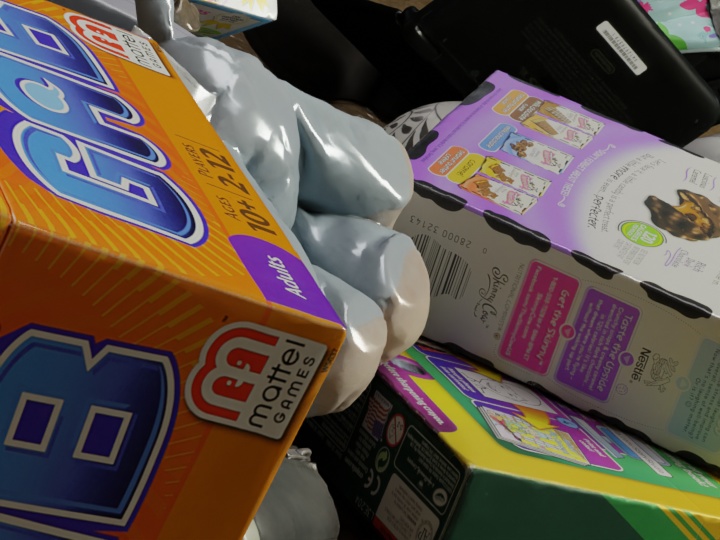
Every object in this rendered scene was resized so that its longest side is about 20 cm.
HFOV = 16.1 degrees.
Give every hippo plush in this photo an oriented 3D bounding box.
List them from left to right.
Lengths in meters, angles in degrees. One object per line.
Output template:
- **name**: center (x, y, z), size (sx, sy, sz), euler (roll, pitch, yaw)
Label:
- **hippo plush**: center (-0.084, -0.005, 1.032), size (0.200, 0.160, 0.160), euler (39, 38, -37)

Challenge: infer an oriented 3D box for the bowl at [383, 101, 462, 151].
- **bowl**: center (0.085, -0.045, 1.485), size (0.200, 0.095, 0.201), euler (25, 18, -9)

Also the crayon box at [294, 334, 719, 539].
- **crayon box**: center (0.066, 0.082, 1.106), size (0.172, 0.059, 0.200), euler (15, 14, -29)

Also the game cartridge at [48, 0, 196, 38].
- **game cartridge**: center (-0.133, -0.061, 1.126), size (0.199, 0.134, 0.042), euler (25, 19, -8)

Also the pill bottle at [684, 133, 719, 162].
- **pill bottle**: center (0.242, -0.034, 1.665), size (0.111, 0.112, 0.200), euler (34, 18, 17)

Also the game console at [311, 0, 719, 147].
- **game console**: center (0.096, -0.136, 1.586), size (0.200, 0.175, 0.117), euler (42, 21, -38)

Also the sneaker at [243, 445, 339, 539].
- **sneaker**: center (-0.102, 0.057, 0.965), size (0.200, 0.075, 0.106), euler (43, 15, 15)

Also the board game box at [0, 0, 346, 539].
- **board game box**: center (-0.158, 0.028, 0.719), size (0.199, 0.201, 0.200), euler (19, 19, -28)

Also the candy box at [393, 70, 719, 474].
- **candy box**: center (0.117, -0.003, 1.163), size (0.199, 0.072, 0.168), euler (25, 27, 12)

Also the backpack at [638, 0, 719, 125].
- **backpack**: center (0.158, -0.156, 1.717), size (0.178, 0.198, 0.152), euler (67, 8, -75)

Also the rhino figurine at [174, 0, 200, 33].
- **rhino figurine**: center (-0.121, -0.111, 1.382), size (0.199, 0.087, 0.060), euler (1, 75, -58)

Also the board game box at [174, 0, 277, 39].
- **board game box**: center (-0.162, -0.157, 1.391), size (0.134, 0.035, 0.199), euler (-12, -16, 43)

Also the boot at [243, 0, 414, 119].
- **boot**: center (-0.044, -0.186, 1.730), size (0.187, 0.069, 0.200), euler (14, 21, -37)
